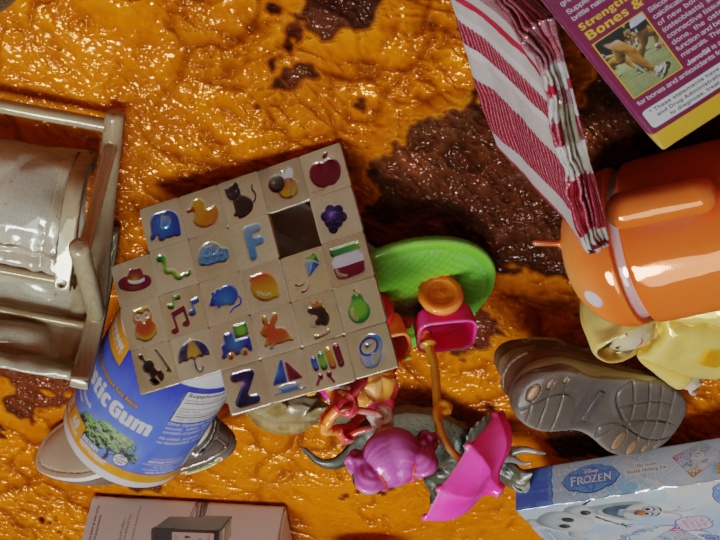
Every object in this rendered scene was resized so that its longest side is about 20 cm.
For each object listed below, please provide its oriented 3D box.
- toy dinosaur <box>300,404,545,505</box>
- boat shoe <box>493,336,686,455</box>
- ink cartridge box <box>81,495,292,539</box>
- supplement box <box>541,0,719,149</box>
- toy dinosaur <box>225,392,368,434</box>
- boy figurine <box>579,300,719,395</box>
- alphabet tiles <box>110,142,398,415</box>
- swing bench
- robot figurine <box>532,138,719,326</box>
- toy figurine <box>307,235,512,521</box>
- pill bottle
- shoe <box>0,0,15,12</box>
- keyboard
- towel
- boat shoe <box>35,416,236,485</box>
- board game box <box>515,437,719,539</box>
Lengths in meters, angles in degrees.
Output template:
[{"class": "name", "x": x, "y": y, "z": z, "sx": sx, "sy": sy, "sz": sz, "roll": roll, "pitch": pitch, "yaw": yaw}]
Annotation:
[{"class": "toy dinosaur", "x": 0.050, "y": 0.149, "z": 1.342, "sx": 0.198, "sy": 0.077, "sz": 0.103, "roll": 17, "pitch": 129, "yaw": -9}, {"class": "boat shoe", "x": 0.186, "y": 0.093, "z": 1.249, "sx": 0.199, "sy": 0.072, "sz": 0.076, "roll": 21, "pitch": 111, "yaw": -39}, {"class": "ink cartridge box", "x": -0.165, "y": 0.301, "z": 1.537, "sx": 0.198, "sy": 0.085, "sz": 0.146, "roll": 2, "pitch": 140, "yaw": 8}, {"class": "supplement box", "x": 0.164, "y": -0.189, "z": 0.877, "sx": 0.130, "sy": 0.104, "sz": 0.200, "roll": -31, "pitch": 127, "yaw": 19}, {"class": "toy dinosaur", "x": -0.075, "y": 0.109, "z": 1.320, "sx": 0.198, "sy": 0.059, "sz": 0.101, "roll": 14, "pitch": 141, "yaw": -6}, {"class": "boy figurine", "x": 0.265, "y": 0.055, "z": 1.194, "sx": 0.198, "sy": 0.065, "sz": 0.125, "roll": 17, "pitch": 142, "yaw": -15}, {"class": "alphabet tiles", "x": -0.084, "y": 0.017, "z": 1.133, "sx": 0.198, "sy": 0.169, "sz": 0.008, "roll": -17, "pitch": 172, "yaw": 16}, {"class": "swing bench", "x": -0.285, "y": -0.027, "z": 1.151, "sx": 0.197, "sy": 0.131, "sz": 0.201, "roll": 11, "pitch": 145, "yaw": -4}, {"class": "robot figurine", "x": 0.225, "y": -0.025, "z": 1.067, "sx": 0.198, "sy": 0.144, "sz": 0.118, "roll": -13, "pitch": 107, "yaw": 23}, {"class": "toy figurine", "x": 0.030, "y": 0.097, "z": 1.138, "sx": 0.198, "sy": 0.185, "sz": 0.151, "roll": -11, "pitch": 147, "yaw": -9}, {"class": "pill bottle", "x": -0.152, "y": 0.071, "z": 1.236, "sx": 0.111, "sy": 0.113, "sz": 0.201, "roll": 22, "pitch": 125, "yaw": -16}, {"class": "shoe", "x": -0.250, "y": -0.242, "z": 0.957, "sx": 0.069, "sy": 0.054, "sz": 0.201, "roll": -22, "pitch": 145, "yaw": -14}, {"class": "keyboard", "x": 0.000, "y": 0.000, "z": 1.220, "sx": 0.199, "sy": 0.011, "sz": 0.056, "roll": 32, "pitch": 129, "yaw": -25}, {"class": "towel", "x": 0.097, "y": -0.114, "z": 0.977, "sx": 0.023, "sy": 0.144, "sz": 0.201, "roll": -30, "pitch": 135, "yaw": -6}, {"class": "boat shoe", "x": -0.204, "y": 0.160, "z": 1.394, "sx": 0.198, "sy": 0.072, "sz": 0.060, "roll": -16, "pitch": 142, "yaw": 28}, {"class": "board game box", "x": 0.265, "y": 0.217, "z": 1.373, "sx": 0.197, "sy": 0.044, "sz": 0.200, "roll": -12, "pitch": 146, "yaw": 24}]
